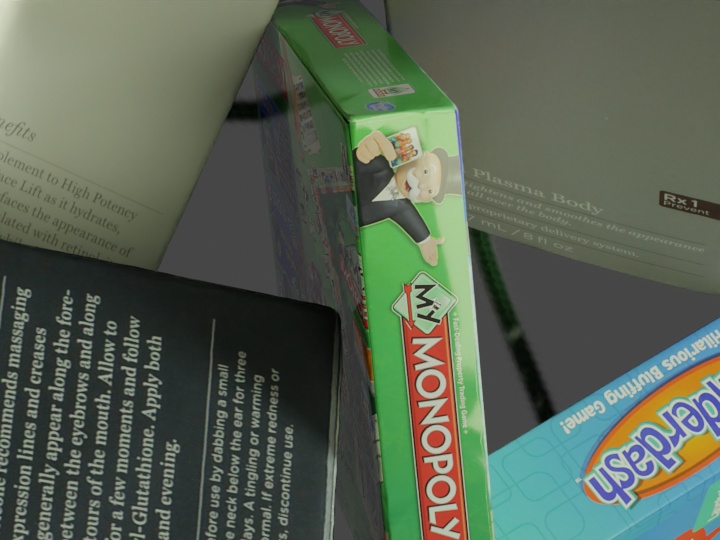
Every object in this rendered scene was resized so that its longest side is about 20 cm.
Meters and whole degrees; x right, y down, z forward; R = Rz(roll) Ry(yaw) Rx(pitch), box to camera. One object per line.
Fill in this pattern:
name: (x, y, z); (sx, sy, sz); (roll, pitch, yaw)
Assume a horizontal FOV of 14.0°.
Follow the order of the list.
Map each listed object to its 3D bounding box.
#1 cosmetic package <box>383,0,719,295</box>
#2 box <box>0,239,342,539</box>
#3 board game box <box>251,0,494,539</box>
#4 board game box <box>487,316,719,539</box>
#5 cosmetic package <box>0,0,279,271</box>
cosmetic package: (0.068, -0.079, 0.804); (0.200, 0.107, 0.090); (73, 36, -67)
box: (-0.122, 0.069, 0.743); (0.200, 0.148, 0.107); (12, 57, -14)
board game box: (0.000, 0.000, 0.800); (0.029, 0.200, 0.135); (-7, 107, -7)
board game box: (0.090, 0.077, 0.905); (0.200, 0.045, 0.152); (-29, 157, -17)
cosmetic package: (-0.090, -0.066, 0.811); (0.102, 0.074, 0.200); (26, 88, -29)
